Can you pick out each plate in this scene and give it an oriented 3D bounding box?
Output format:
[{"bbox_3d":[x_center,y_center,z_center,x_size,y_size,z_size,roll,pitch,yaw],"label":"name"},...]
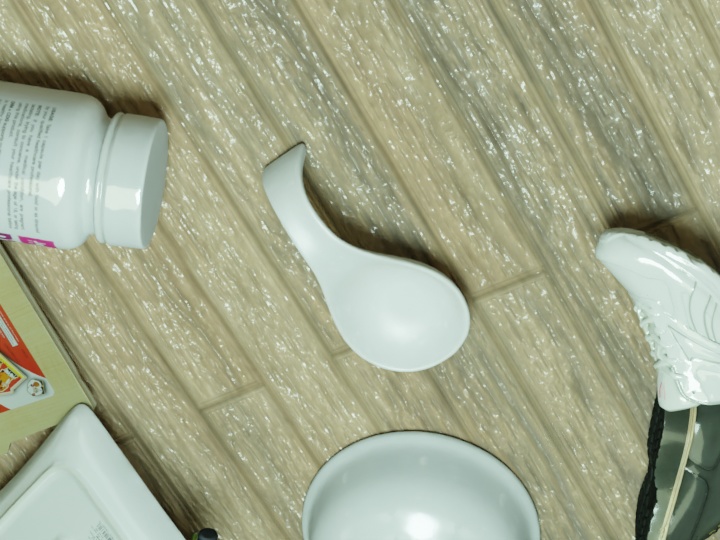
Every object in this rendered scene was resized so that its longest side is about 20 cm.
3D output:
[{"bbox_3d":[-0.227,0.241,1.541,0.200,0.032,0.200,-45,74,28],"label":"plate"}]

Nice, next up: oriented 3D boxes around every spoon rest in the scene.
[{"bbox_3d":[0.000,0.000,1.432,0.099,0.061,0.200,-33,110,25],"label":"spoon rest"}]

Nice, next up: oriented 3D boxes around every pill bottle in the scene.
[{"bbox_3d":[-0.245,-0.077,1.392,0.199,0.114,0.114,9,122,4],"label":"pill bottle"}]

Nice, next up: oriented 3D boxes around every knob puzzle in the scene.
[{"bbox_3d":[-0.333,0.065,1.541,0.218,0.031,0.221,4,122,6],"label":"knob puzzle"}]

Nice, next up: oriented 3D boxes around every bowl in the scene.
[{"bbox_3d":[0.044,0.236,1.551,0.200,0.091,0.202,4,122,6],"label":"bowl"}]

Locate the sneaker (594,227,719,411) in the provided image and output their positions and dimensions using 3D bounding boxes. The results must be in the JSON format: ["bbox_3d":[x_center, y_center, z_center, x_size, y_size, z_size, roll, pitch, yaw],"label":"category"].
[{"bbox_3d":[0.237,0.050,1.397,0.200,0.078,0.100,38,90,-13],"label":"sneaker"}]

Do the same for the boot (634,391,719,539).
[{"bbox_3d":[0.287,0.186,1.496,0.138,0.078,0.201,5,123,0],"label":"boot"}]

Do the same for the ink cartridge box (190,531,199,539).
[{"bbox_3d":[-0.169,0.290,1.628,0.199,0.076,0.148,25,122,1],"label":"ink cartridge box"}]

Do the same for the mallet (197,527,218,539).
[{"bbox_3d":[-0.144,0.290,1.560,0.041,0.066,0.201,23,108,10],"label":"mallet"}]
